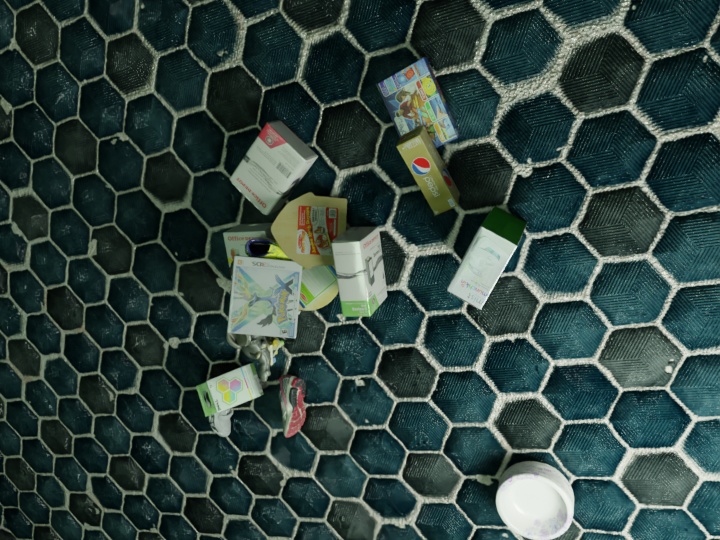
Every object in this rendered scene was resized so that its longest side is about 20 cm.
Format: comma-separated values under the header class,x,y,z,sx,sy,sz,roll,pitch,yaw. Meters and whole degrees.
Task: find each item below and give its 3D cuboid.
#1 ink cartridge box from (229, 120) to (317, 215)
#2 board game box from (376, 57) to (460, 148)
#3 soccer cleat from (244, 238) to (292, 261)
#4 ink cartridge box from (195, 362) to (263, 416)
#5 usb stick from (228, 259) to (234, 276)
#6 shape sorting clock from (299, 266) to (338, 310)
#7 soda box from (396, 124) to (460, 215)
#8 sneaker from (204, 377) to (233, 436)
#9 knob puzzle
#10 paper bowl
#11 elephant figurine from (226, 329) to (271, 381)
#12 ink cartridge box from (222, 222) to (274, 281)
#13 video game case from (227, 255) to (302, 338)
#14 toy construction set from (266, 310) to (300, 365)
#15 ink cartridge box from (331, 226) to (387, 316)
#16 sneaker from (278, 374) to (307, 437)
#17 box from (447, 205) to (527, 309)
class,x,y,z,sx,sy,sz,roll,pitch,yaw
ink cartridge box,-0.233,-0.272,1.631,0.145,0.084,0.200,43,117,3
board game box,0.138,-0.384,1.466,0.134,0.034,0.202,-21,99,28
soccer cleat,-0.210,-0.051,1.624,0.197,0.084,0.066,3,79,1
ink cartridge box,-0.409,0.370,1.887,0.198,0.059,0.105,-21,85,0
usb stick,-0.277,0.035,1.683,0.199,0.033,0.056,31,120,16
shape sorting clock,-0.147,0.009,1.690,0.197,0.039,0.203,0,93,-4
soda box,0.164,-0.238,1.461,0.063,0.068,0.201,-20,116,27
sneaker,-0.430,0.443,1.968,0.113,0.075,0.203,-6,102,27
knob puzzle,-0.137,-0.104,1.609,0.216,0.030,0.223,1,87,-12
paper bowl,0.468,0.604,1.638,0.198,0.104,0.204,8,112,20
elephant figurine,-0.299,0.176,1.695,0.140,0.155,0.202,17,108,-29
ink cartridge box,-0.297,-0.026,1.745,0.143,0.083,0.203,-1,107,22
video game case,-0.250,0.069,1.605,0.179,0.022,0.203,5,90,-8
toy construction set,-0.260,0.163,1.791,0.131,0.092,0.202,42,113,32
ink cartridge box,0.000,0.000,1.596,0.083,0.145,0.203,-1,108,22
sneaker,-0.214,0.414,1.874,0.074,0.080,0.203,15,106,32
box,0.296,-0.035,1.432,0.096,0.200,0.178,29,116,10
